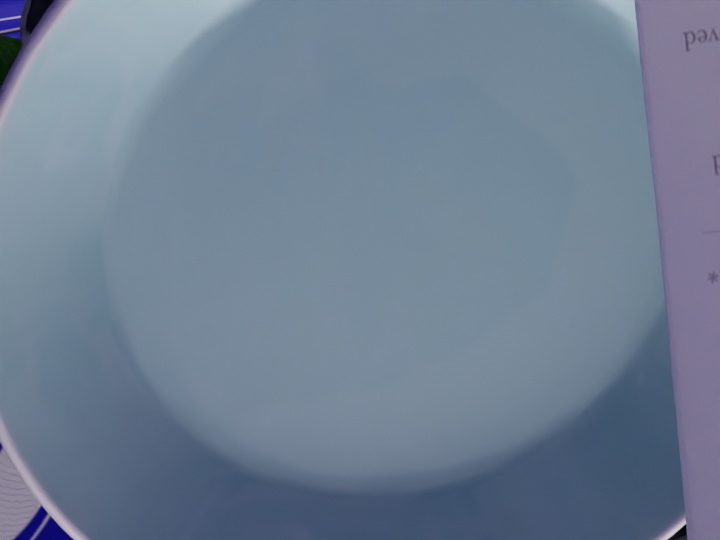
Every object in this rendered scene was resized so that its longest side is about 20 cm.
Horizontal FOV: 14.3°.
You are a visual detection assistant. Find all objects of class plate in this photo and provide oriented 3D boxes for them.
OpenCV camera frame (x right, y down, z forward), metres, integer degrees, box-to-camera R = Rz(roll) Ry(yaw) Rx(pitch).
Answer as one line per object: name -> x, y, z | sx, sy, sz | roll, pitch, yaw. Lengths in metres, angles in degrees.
plate -> 0.010, -0.008, 0.637 | 0.199, 0.201, 0.026 | -6, -153, -10

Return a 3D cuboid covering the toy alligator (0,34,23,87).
toy alligator -> -0.103, -0.048, 0.757 | 0.054, 0.060, 0.200 | 12, -177, 9

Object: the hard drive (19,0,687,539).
hard drive -> 0.000, 0.000, 0.720 | 0.134, 0.201, 0.042 | -3, -145, 49

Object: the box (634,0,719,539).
box -> 0.143, -0.007, 0.542 | 0.151, 0.201, 0.106 | -5, -178, 27
